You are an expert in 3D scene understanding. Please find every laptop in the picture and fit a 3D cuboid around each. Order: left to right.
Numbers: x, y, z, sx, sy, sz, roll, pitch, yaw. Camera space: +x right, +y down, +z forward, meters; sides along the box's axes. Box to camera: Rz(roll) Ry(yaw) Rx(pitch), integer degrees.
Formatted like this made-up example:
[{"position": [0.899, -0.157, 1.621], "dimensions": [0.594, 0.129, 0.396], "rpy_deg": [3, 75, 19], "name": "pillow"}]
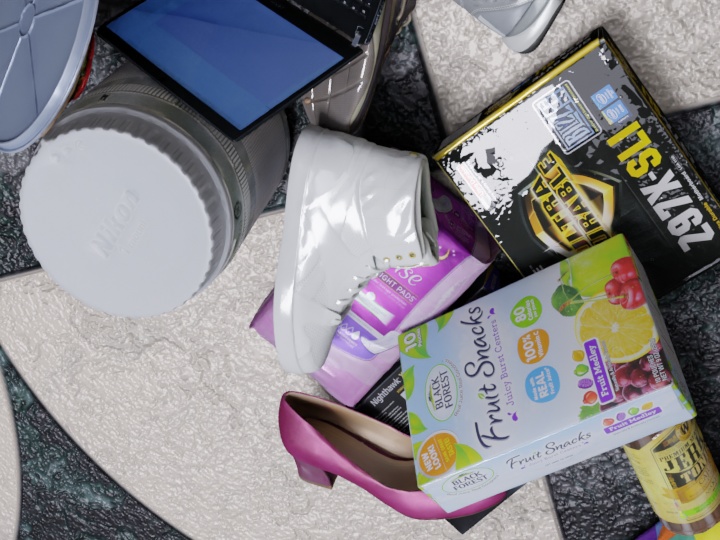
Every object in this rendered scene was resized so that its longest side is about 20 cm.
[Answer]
[{"position": [-0.073, -0.219, 0.720], "dimensions": [0.177, 0.103, 0.202], "rpy_deg": [38, 119, 31], "name": "laptop"}]

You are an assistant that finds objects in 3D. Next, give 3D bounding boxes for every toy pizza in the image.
[{"position": [-0.242, -0.187, 0.802], "dimensions": [0.031, 0.201, 0.201], "rpy_deg": [13, 128, -41], "name": "toy pizza"}]

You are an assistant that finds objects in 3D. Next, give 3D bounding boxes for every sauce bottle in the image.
[{"position": [0.238, 0.128, 0.843], "dimensions": [0.064, 0.065, 0.201], "rpy_deg": [-21, 120, 21], "name": "sauce bottle"}]

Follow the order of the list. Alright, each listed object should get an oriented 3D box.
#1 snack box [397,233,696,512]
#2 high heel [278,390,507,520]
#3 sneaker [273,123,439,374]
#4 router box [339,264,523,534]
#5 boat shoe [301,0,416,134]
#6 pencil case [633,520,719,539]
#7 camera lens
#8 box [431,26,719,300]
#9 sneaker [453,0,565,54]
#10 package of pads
[{"position": [0.130, 0.077, 0.779], "dimensions": [0.198, 0.143, 0.053], "rpy_deg": [-26, 133, 20], "name": "snack box"}, {"position": [0.024, 0.152, 0.877], "dimensions": [0.197, 0.068, 0.097], "rpy_deg": [2, 132, 17], "name": "high heel"}, {"position": [0.000, 0.000, 0.788], "dimensions": [0.114, 0.074, 0.203], "rpy_deg": [13, 116, 13], "name": "sneaker"}, {"position": [0.101, 0.117, 0.917], "dimensions": [0.157, 0.052, 0.200], "rpy_deg": [41, 117, -7], "name": "router box"}, {"position": [0.010, -0.196, 0.770], "dimensions": [0.074, 0.073, 0.203], "rpy_deg": [30, 116, 36], "name": "boat shoe"}, {"position": [0.309, 0.244, 0.915], "dimensions": [0.088, 0.089, 0.200], "rpy_deg": [44, 118, -10], "name": "pencil case"}, {"position": [-0.148, -0.077, 0.796], "dimensions": [0.157, 0.201, 0.162], "rpy_deg": [5, 120, 10], "name": "camera lens"}, {"position": [0.178, -0.061, 0.818], "dimensions": [0.159, 0.049, 0.201], "rpy_deg": [-33, 104, 23], "name": "box"}, {"position": [0.120, -0.260, 0.723], "dimensions": [0.115, 0.075, 0.201], "rpy_deg": [31, 119, 0], "name": "sneaker"}, {"position": [0.009, 0.011, 0.876], "dimensions": [0.120, 0.076, 0.200], "rpy_deg": [37, 117, -9], "name": "package of pads"}]
